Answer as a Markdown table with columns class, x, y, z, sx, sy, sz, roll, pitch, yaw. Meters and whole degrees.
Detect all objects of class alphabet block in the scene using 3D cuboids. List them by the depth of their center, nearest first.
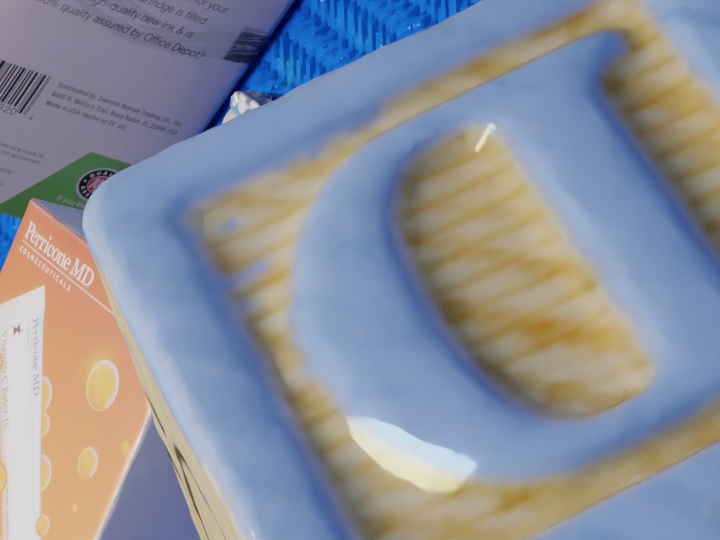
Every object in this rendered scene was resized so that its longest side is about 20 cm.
| class | x | y | z | sx | sy | sz | roll | pitch | yaw |
| --- | --- | --- | --- | --- | --- | --- | --- | --- | --- |
| alphabet block | 0.059 | 0.061 | 0.717 | 0.195 | 0.201 | 0.196 | -24 | 52 | -8 |

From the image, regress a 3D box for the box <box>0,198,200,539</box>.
| class | x | y | z | sx | sy | sz | roll | pitch | yaw |
| --- | --- | --- | --- | --- | --- | --- | --- | --- | --- |
| box | -0.103 | 0.093 | 1.021 | 0.124 | 0.097 | 0.201 | 33 | 103 | 46 |

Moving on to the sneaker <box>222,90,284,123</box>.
| class | x | y | z | sx | sy | sz | roll | pitch | yaw |
| --- | --- | --- | --- | --- | --- | --- | --- | --- | --- |
| sneaker | 0.000 | 0.000 | 0.960 | 0.200 | 0.075 | 0.087 | 42 | 115 | 45 |

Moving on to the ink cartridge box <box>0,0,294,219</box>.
| class | x | y | z | sx | sy | sz | roll | pitch | yaw |
| --- | --- | --- | --- | --- | --- | --- | --- | --- | --- |
| ink cartridge box | -0.115 | -0.122 | 1.060 | 0.200 | 0.146 | 0.085 | -53 | 46 | 21 |
